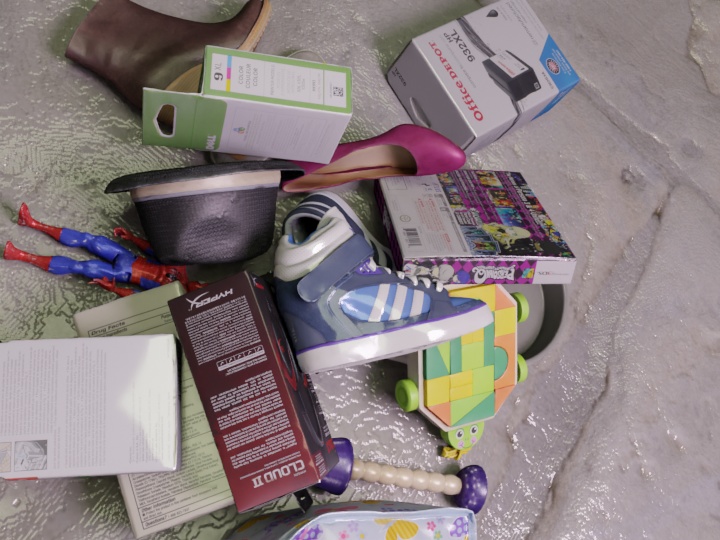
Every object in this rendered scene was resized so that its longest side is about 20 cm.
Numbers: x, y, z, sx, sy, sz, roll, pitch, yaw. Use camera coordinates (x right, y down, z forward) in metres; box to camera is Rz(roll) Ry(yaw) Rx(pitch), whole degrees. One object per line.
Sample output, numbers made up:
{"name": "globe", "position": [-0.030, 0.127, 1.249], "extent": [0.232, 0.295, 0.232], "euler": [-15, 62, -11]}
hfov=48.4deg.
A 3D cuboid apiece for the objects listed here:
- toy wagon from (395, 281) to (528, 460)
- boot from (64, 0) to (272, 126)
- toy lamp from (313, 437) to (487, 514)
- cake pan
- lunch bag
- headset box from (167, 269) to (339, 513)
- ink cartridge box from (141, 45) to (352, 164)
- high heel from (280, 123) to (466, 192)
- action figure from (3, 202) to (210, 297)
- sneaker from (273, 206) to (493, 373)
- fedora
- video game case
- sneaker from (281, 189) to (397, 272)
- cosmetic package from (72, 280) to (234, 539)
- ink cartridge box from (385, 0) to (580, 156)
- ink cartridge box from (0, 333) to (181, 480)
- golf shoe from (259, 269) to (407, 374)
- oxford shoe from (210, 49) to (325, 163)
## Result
{"name": "toy wagon", "position": [0.110, 0.107, 0.839], "extent": [0.154, 0.039, 0.203], "euler": [-9, 104, -27]}
{"name": "boot", "position": [-0.202, -0.262, 0.876], "extent": [0.165, 0.072, 0.201], "euler": [32, 66, -11]}
{"name": "toy lamp", "position": [0.030, 0.208, 0.813], "extent": [0.198, 0.058, 0.059], "euler": [16, 66, -19]}
{"name": "cake pan", "position": [0.151, 0.020, 0.940], "extent": [0.198, 0.037, 0.203], "euler": [8, 68, -20]}
{"name": "lunch bag", "position": [-0.020, 0.268, 0.705], "extent": [0.198, 0.169, 0.129], "euler": [9, 71, -23]}
{"name": "headset box", "position": [-0.084, 0.113, 0.702], "extent": [0.074, 0.149, 0.202], "euler": [-21, 81, 2]}
{"name": "ink cartridge box", "position": [-0.114, -0.165, 0.798], "extent": [0.198, 0.104, 0.060], "euler": [4, 69, -15]}
{"name": "high heel", "position": [0.012, -0.109, 0.879], "extent": [0.198, 0.068, 0.097], "euler": [7, 54, 22]}
{"name": "action figure", "position": [-0.240, -0.006, 0.784], "extent": [0.198, 0.052, 0.066], "euler": [19, 62, -18]}
{"name": "sneaker", "position": [0.018, 0.004, 0.737], "extent": [0.198, 0.081, 0.148], "euler": [-11, 80, -18]}
{"name": "fedora", "position": [-0.144, -0.053, 0.779], "extent": [0.198, 0.200, 0.093], "euler": [-9, 95, -25]}
{"name": "video game case", "position": [0.115, -0.052, 0.870], "extent": [0.179, 0.036, 0.201], "euler": [-1, 33, -9]}
{"name": "sneaker", "position": [0.000, 0.000, 0.839], "extent": [0.200, 0.070, 0.108], "euler": [42, 20, 3]}
{"name": "cosmetic package", "position": [-0.178, 0.125, 0.727], "extent": [0.102, 0.087, 0.202], "euler": [-17, 79, -9]}
{"name": "ink cartridge box", "position": [0.156, -0.244, 1.012], "extent": [0.199, 0.084, 0.146], "euler": [-31, 85, -28]}
{"name": "ink cartridge box", "position": [-0.247, 0.112, 0.650], "extent": [0.197, 0.050, 0.110], "euler": [-2, 78, -7]}
{"name": "golf shoe", "position": [-0.028, 0.074, 0.836], "extent": [0.198, 0.078, 0.095], "euler": [22, 82, -12]}
{"name": "oxford shoe", "position": [-0.094, -0.184, 0.903], "extent": [0.075, 0.058, 0.201], "euler": [39, 60, -3]}
